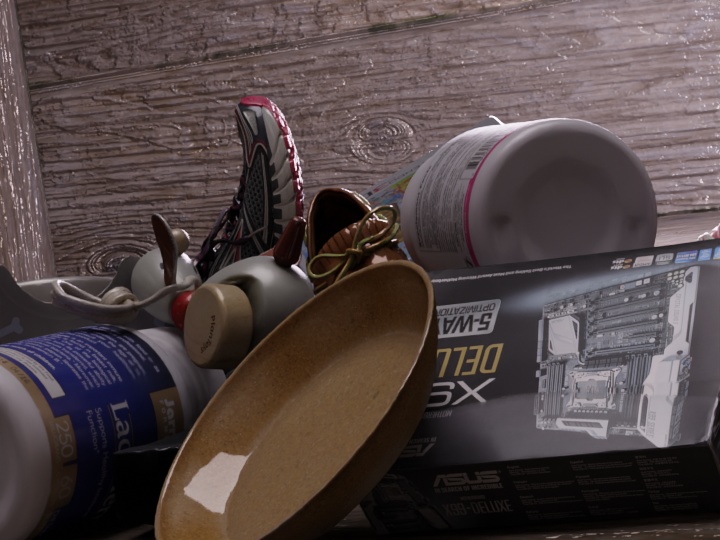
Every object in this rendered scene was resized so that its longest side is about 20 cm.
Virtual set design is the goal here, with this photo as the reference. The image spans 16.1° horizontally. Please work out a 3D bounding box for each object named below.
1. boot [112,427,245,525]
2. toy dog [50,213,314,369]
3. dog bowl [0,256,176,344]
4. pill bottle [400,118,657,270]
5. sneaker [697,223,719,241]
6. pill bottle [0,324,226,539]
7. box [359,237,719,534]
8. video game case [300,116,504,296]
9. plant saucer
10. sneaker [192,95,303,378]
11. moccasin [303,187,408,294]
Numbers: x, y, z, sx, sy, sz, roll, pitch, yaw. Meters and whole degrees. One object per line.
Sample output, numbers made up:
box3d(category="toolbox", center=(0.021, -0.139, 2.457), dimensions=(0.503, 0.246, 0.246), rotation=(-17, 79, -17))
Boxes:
box3d(category="boot", center=(-0.031, 0.100, 1.488), dimensions=(0.164, 0.066, 0.200), rotation=(-14, -1, 26))
box3d(category="toy dog", center=(-0.080, 0.001, 1.525), dimensions=(0.199, 0.097, 0.131), rotation=(20, 8, 38))
box3d(category="dog bowl", center=(-0.205, 0.043, 1.683), dimensions=(0.198, 0.059, 0.200), rotation=(-7, -12, -1))
box3d(category="pill bottle", center=(0.094, -0.031, 1.530), dimensions=(0.112, 0.114, 0.200), rotation=(-9, 3, -13))
box3d(category="sneaker", center=(0.254, 0.017, 1.841), dimensions=(0.075, 0.106, 0.200), rotation=(-13, 5, -35))
box3d(category="pill bottle", center=(-0.172, 0.094, 1.519), dimensions=(0.115, 0.117, 0.200), rotation=(-6, 4, 34))
box3d(category="box", center=(0.106, 0.060, 1.337), dimensions=(0.199, 0.050, 0.158), rotation=(-6, 39, 25))
box3d(category="video game case", center=(0.041, -0.038, 1.769), dimensions=(0.181, 0.022, 0.200), rotation=(-31, 18, -2))
box3d(category="plant saucer", center=(-0.025, 0.082, 1.327), dimensions=(0.200, 0.035, 0.201), rotation=(-40, 23, 20))
box3d(category="sneaker", center=(-0.074, -0.012, 1.636), dimensions=(0.074, 0.202, 0.081), rotation=(3, 13, -3))
box3d(category="moccasin", center=(0.002, -0.001, 1.590), dimensions=(0.073, 0.078, 0.202), rotation=(-26, 24, 7))
